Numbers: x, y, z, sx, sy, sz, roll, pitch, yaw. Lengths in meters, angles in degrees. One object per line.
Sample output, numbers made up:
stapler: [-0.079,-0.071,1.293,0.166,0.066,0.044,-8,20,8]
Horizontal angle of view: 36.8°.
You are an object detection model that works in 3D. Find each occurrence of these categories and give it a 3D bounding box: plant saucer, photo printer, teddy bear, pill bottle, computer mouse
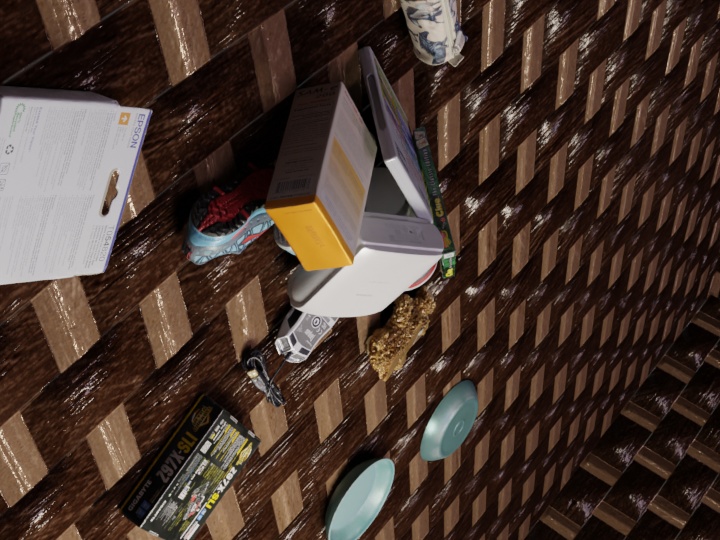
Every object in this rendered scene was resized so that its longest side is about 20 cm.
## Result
plant saucer: [-0.009,0.444,2.098,0.199,0.036,0.202,-40,146,-33]
photo printer: [0.000,0.000,1.538,0.164,0.070,0.200,4,146,-39]
teddy bear: [0.068,0.106,1.911,0.201,0.066,0.146,-53,161,-28]
pill bottle: [0.047,-0.062,1.647,0.116,0.115,0.201,-52,152,-15]
plant saucer: [0.204,0.337,2.370,0.200,0.036,0.202,-41,147,-34]
computer mouse: [-0.097,0.099,1.627,0.201,0.044,0.110,-52,131,-16]

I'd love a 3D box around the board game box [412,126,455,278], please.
board game box: [0.110,-0.100,1.608,0.023,0.203,0.105,-11,159,-2]

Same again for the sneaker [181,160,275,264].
sneaker: [-0.156,-0.070,1.369,0.199,0.079,0.096,-29,162,-46]

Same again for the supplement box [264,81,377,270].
supplement box: [-0.047,-0.119,1.365,0.127,0.072,0.202,58,34,-45]

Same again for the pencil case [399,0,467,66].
pencil case: [0.095,-0.371,1.467,0.078,0.089,0.201,-49,150,-17]

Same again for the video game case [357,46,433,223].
video game case: [0.050,-0.183,1.506,0.022,0.185,0.200,-18,153,11]

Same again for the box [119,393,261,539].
box: [-0.242,0.296,1.571,0.201,0.049,0.160,-55,154,-11]

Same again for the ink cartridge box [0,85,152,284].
ink cartridge box: [-0.317,-0.084,1.095,0.199,0.040,0.202,-7,121,-57]

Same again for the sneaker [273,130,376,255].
sneaker: [-0.046,-0.108,1.508,0.201,0.074,0.082,-50,159,-2]
